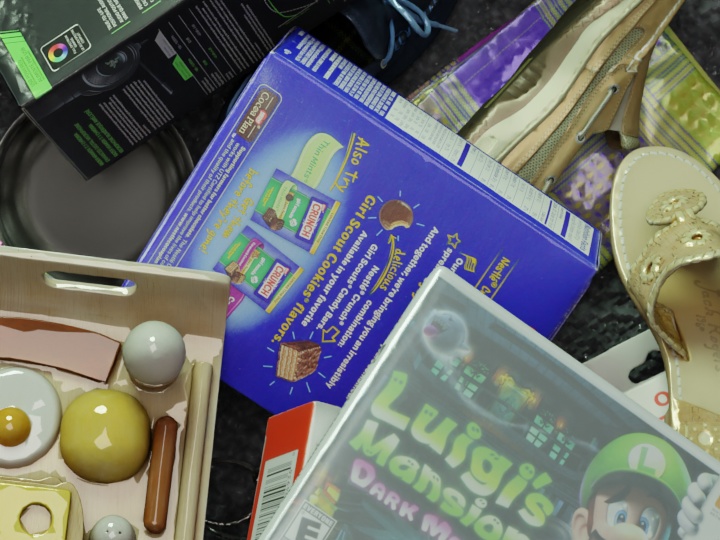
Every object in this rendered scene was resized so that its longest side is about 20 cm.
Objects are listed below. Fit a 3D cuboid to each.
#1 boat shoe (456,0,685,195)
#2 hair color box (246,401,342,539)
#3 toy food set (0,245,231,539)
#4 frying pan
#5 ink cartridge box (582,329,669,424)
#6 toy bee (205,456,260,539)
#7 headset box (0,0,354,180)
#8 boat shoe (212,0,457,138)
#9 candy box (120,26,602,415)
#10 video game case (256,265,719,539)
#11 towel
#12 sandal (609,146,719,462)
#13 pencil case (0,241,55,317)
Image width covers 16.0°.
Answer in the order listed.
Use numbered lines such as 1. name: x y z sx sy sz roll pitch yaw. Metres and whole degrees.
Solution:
1. boat shoe: 0.123 -0.094 1.371 0.076 0.072 0.200 43 93 -6
2. hair color box: 0.045 0.140 1.271 0.199 0.061 0.102 18 72 -21
3. toy food set: -0.143 0.092 1.254 0.143 0.060 0.201 7 73 -4
4. frying pan: -0.139 -0.005 1.392 0.114 0.031 0.191 -10 93 2
5. ink cartridge box: 0.201 0.103 1.331 0.116 0.068 0.201 -25 69 -16
6. toy bee: -0.040 0.177 1.304 0.199 0.109 0.131 32 77 16
7. headset box: -0.127 -0.173 1.351 0.199 0.093 0.175 -33 62 2
8. boat shoe: -0.001 -0.127 1.390 0.084 0.069 0.200 34 82 5
9. candy box: 0.000 0.000 1.325 0.200 0.077 0.169 34 110 -1
10. video game case: 0.070 0.126 1.217 0.200 0.023 0.182 35 70 -3
11. towel: 0.101 -0.066 1.405 0.200 0.023 0.144 -38 83 -5
12. sandal: 0.177 0.016 1.293 0.077 0.070 0.213 -4 65 -6
13. pencil case: -0.224 0.075 1.343 0.088 0.088 0.201 27 92 4
